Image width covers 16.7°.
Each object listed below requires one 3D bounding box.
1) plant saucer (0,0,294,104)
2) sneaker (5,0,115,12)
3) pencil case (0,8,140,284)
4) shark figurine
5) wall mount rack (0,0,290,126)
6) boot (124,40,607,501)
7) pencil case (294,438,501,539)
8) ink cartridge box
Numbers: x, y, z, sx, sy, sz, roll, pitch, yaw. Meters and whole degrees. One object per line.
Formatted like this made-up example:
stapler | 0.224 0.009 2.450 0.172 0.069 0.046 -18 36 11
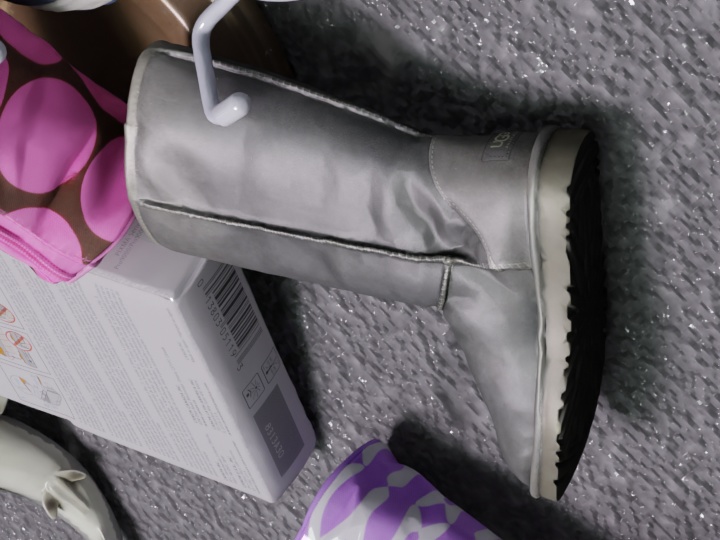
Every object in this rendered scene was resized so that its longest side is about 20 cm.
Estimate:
plant saucer | -0.112 -0.085 1.106 0.199 0.029 0.201 23 136 25
sneaker | -0.109 -0.166 0.969 0.200 0.085 0.077 -33 66 46
pencil case | -0.172 -0.065 1.015 0.091 0.094 0.200 -29 139 30
shark figurine | -0.184 0.119 1.335 0.214 0.128 0.089 39 171 -21
wall mount rack | -0.056 -0.123 0.899 0.174 0.199 0.075 -38 54 42
boot | 0.001 0.000 1.021 0.199 0.073 0.183 6 116 18
pencil case | 0.062 0.158 1.119 0.200 0.085 0.084 34 131 13
ink cartridge box | -0.130 0.022 1.176 0.199 0.050 0.161 19 149 32
